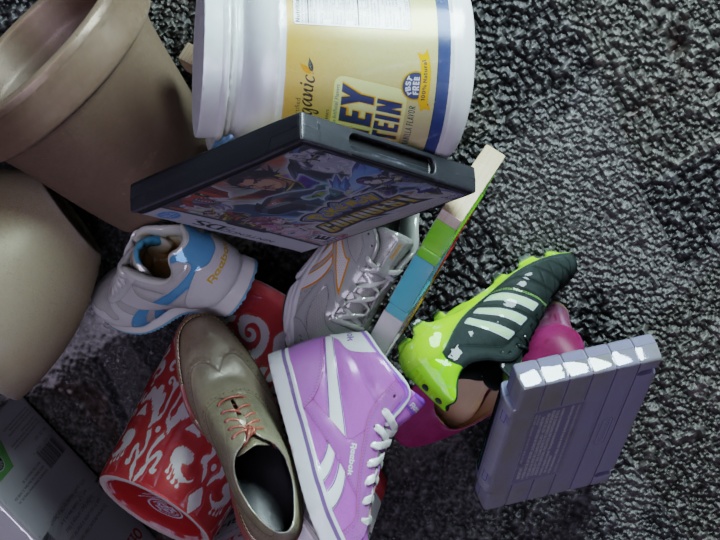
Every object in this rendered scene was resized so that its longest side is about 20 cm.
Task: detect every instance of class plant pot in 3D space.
[{"bbox_3d":[-0.216,-0.130,1.303,0.199,0.201,0.175,-33,119,19],"label":"plant pot"},{"bbox_3d":[-0.305,-0.010,1.355,0.134,0.200,0.201,-38,99,-2],"label":"plant pot"}]

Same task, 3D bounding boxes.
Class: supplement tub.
[{"bbox_3d":[-0.024,-0.156,1.168,0.197,0.145,0.146,2,110,-10],"label":"supplement tub"}]

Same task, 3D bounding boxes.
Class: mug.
[{"bbox_3d":[-0.130,0.128,1.347,0.133,0.201,0.178,30,154,-2],"label":"mug"}]

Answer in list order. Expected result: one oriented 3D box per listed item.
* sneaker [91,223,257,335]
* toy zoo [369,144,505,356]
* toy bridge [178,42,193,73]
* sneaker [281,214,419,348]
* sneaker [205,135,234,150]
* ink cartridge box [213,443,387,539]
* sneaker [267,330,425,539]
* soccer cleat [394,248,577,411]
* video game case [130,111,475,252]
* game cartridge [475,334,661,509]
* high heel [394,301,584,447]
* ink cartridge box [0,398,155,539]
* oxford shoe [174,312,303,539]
[{"bbox_3d":[-0.173,0.001,1.319,0.081,0.077,0.199,36,149,-31],"label":"sneaker"},{"bbox_3d":[0.052,0.002,1.299,0.020,0.131,0.201,31,124,4],"label":"toy zoo"},{"bbox_3d":[-0.069,-0.229,1.252,0.067,0.027,0.201,27,80,17],"label":"toy bridge"},{"bbox_3d":[0.000,0.000,1.293,0.075,0.092,0.202,23,76,-32],"label":"sneaker"},{"bbox_3d":[-0.023,-0.096,1.293,0.198,0.079,0.091,-15,70,-3],"label":"sneaker"},{"bbox_3d":[-0.068,0.228,1.373,0.146,0.200,0.083,-29,102,17],"label":"ink cartridge box"},{"bbox_3d":[0.005,0.147,1.235,0.113,0.073,0.203,-15,85,-1],"label":"sneaker"},{"bbox_3d":[0.116,0.049,1.297,0.081,0.199,0.068,53,147,12],"label":"soccer cleat"},{"bbox_3d":[-0.045,-0.061,1.184,0.199,0.180,0.026,-17,68,43],"label":"video game case"},{"bbox_3d":[0.168,0.129,1.311,0.128,0.039,0.201,-7,144,-12],"label":"game cartridge"},{"bbox_3d":[0.107,0.108,1.353,0.067,0.096,0.200,40,111,-21],"label":"high heel"},{"bbox_3d":[-0.300,0.234,1.446,0.084,0.146,0.200,-38,98,21],"label":"ink cartridge box"},{"bbox_3d":[-0.090,0.121,1.231,0.070,0.075,0.202,-23,80,-16],"label":"oxford shoe"}]
